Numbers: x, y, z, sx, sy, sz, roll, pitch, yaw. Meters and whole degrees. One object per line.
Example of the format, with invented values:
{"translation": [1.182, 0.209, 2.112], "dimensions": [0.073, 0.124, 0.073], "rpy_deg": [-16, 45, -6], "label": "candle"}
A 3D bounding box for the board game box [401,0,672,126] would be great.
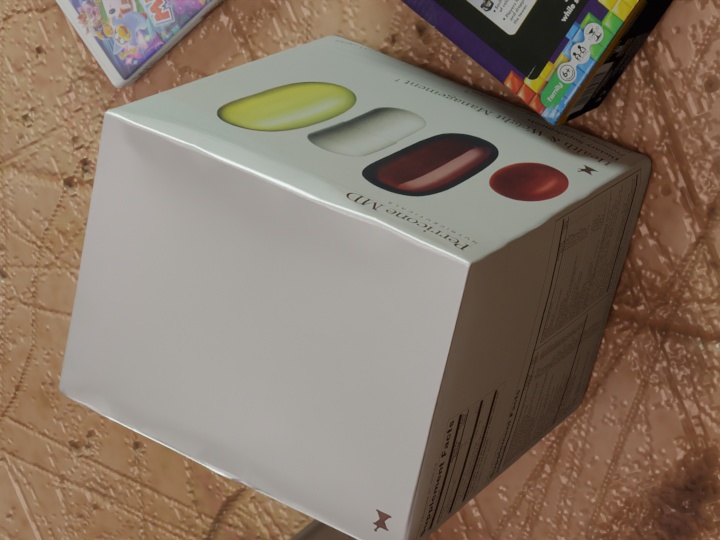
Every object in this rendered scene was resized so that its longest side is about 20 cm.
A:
{"translation": [0.089, -0.195, 0.888], "dimensions": [0.165, 0.057, 0.200], "rpy_deg": [43, 122, 14], "label": "board game box"}

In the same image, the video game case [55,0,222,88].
{"translation": [-0.103, -0.209, 1.018], "dimensions": [0.200, 0.018, 0.143], "rpy_deg": [-37, 86, 34], "label": "video game case"}

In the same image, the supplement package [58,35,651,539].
{"translation": [0.000, 0.000, 0.915], "dimensions": [0.191, 0.200, 0.147], "rpy_deg": [23, 116, 22], "label": "supplement package"}

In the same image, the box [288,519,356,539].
{"translation": [-0.060, 0.249, 1.030], "dimensions": [0.131, 0.200, 0.199], "rpy_deg": [49, 123, 7], "label": "box"}
